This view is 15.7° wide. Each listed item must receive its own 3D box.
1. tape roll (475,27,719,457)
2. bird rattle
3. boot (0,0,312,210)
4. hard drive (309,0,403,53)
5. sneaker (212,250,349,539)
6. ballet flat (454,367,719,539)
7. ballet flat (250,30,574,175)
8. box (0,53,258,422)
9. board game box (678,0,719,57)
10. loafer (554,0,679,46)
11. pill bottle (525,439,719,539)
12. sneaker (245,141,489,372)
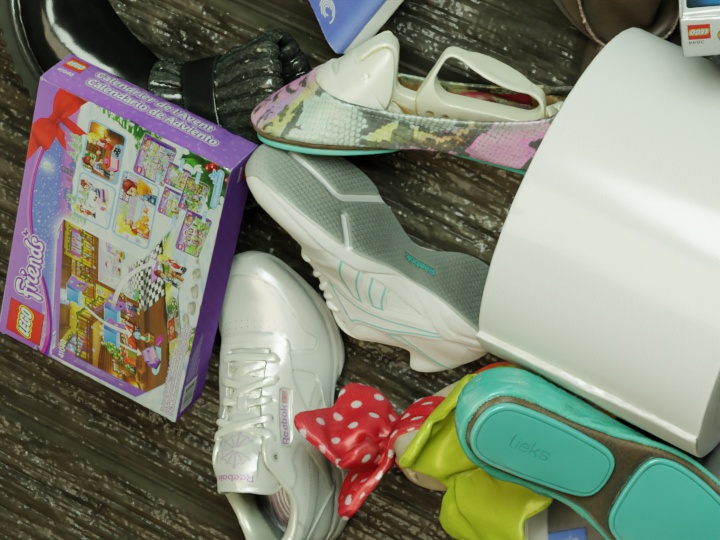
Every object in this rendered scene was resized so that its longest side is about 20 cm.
[{"bbox_3d":[0.172,-0.016,1.442,0.139,0.203,0.204,26,114,15],"label":"tape roll"},{"bbox_3d":[0.068,0.103,1.555,0.200,0.163,0.113,-4,110,66],"label":"bird rattle"},{"bbox_3d":[-0.117,-0.124,1.612,0.157,0.079,0.212,-19,107,35],"label":"boot"},{"bbox_3d":[0.014,-0.234,1.491,0.200,0.025,0.132,-47,61,48],"label":"hard drive"},{"bbox_3d":[-0.054,0.089,1.637,0.075,0.100,0.201,-6,101,28],"label":"sneaker"},{"bbox_3d":[0.137,0.107,1.442,0.199,0.070,0.067,29,109,-18],"label":"ballet flat"},{"bbox_3d":[0.037,-0.101,1.528,0.199,0.069,0.071,8,124,0],"label":"ballet flat"},{"bbox_3d":[-0.146,-0.018,1.614,0.136,0.039,0.201,26,127,14],"label":"box"},{"bbox_3d":[0.227,-0.201,1.361,0.125,0.201,0.035,-3,144,9],"label":"board game box"},{"bbox_3d":[0.139,-0.177,1.427,0.073,0.200,0.071,-32,54,-2],"label":"loafer"},{"bbox_3d":[0.170,0.159,1.544,0.199,0.114,0.114,-12,100,27],"label":"pill bottle"},{"bbox_3d":[0.000,0.000,1.570,0.200,0.071,0.080,38,130,-21],"label":"sneaker"}]
